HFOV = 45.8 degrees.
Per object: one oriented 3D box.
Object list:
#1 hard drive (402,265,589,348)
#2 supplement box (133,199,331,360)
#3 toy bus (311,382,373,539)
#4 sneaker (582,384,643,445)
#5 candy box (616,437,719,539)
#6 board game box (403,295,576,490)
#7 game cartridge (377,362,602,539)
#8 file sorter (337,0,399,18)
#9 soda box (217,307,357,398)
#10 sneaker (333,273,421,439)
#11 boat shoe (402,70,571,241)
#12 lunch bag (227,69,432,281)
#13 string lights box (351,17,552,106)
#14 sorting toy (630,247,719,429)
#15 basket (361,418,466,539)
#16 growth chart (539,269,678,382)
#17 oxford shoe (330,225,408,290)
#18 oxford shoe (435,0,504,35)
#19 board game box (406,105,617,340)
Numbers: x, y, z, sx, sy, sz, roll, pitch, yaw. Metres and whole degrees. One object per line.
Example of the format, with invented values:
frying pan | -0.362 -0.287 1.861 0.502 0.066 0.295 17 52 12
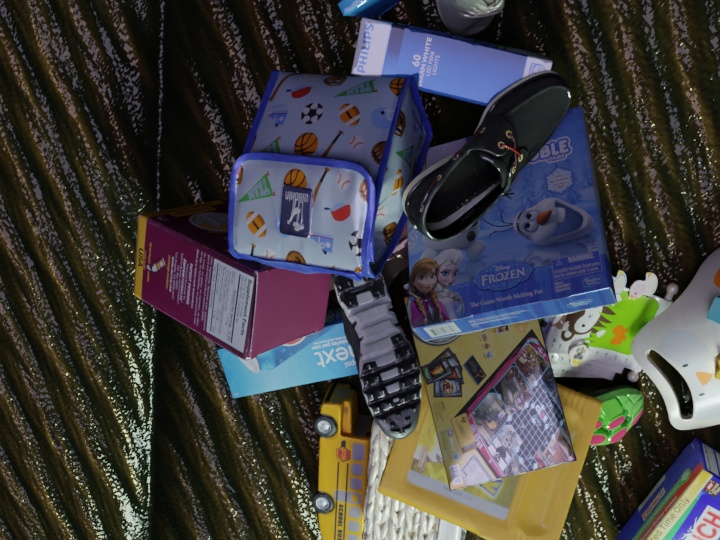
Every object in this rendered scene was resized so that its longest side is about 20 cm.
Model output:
hard drive | 0.154 0.045 0.959 0.138 0.038 0.201 -28 121 18
supplement box | -0.147 0.003 0.967 0.197 0.130 0.106 23 114 32
toy bus | -0.017 0.250 1.086 0.076 0.065 0.205 6 109 11
sneaker | 0.234 0.163 0.993 0.195 0.084 0.078 -11 125 -2
candy box | 0.430 0.326 0.999 0.197 0.077 0.171 31 112 3
board game box | 0.132 0.110 0.883 0.132 0.035 0.205 -15 81 11
game cartridge | 0.136 0.188 0.908 0.196 0.032 0.180 19 86 13
file sorter | 0.050 -0.360 0.838 0.197 0.139 0.124 -30 96 20
soda box | -0.072 0.098 1.052 0.195 0.064 0.069 -13 104 16
sneaker | 0.022 0.088 0.935 0.065 0.091 0.204 -17 69 -3
boat shoe | 0.128 -0.106 0.813 0.201 0.063 0.074 -42 119 4
lunch bag | -0.034 -0.094 0.861 0.166 0.124 0.204 9 68 24
string lights box | 0.098 -0.214 0.890 0.195 0.103 0.060 15 108 9
sorting toy | 0.399 0.094 0.925 0.178 0.107 0.202 -30 99 27
basket | 0.074 0.251 1.029 0.120 0.136 0.205 8 108 12
growth chart | 0.255 0.067 0.948 0.195 0.018 0.148 0 116 -18
oxford shoe | 0.000 0.000 1.002 0.197 0.072 0.074 -28 109 22
oxford shoe | 0.115 -0.271 0.823 0.074 0.200 0.059 -19 79 -4
board game box | 0.142 -0.047 0.858 0.196 0.043 0.204 -13 61 21
